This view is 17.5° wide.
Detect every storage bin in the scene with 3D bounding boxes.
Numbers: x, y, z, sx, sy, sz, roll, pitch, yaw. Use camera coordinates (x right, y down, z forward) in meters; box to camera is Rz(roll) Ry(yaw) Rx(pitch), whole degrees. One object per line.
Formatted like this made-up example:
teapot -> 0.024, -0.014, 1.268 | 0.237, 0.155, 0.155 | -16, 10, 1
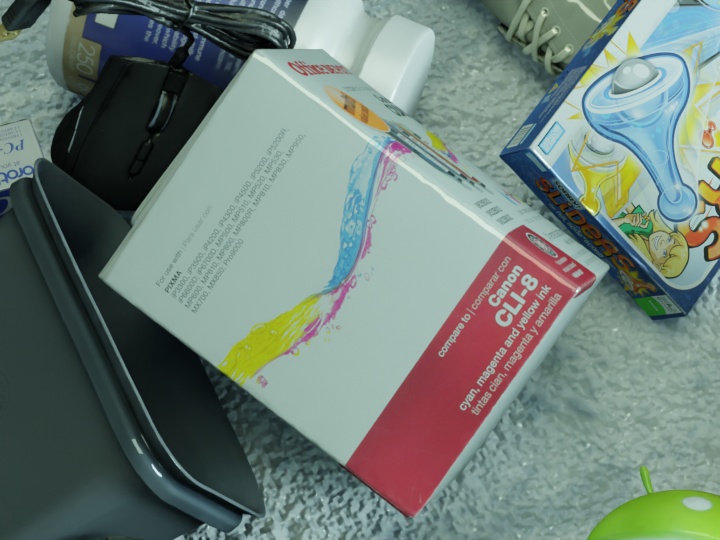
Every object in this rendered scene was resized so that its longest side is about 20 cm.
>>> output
storage bin -> -0.156, 0.070, 1.196 | 0.134, 0.146, 0.201 | -32, 63, 10

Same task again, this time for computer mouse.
computer mouse -> -0.136, -0.087, 1.230 | 0.140, 0.200, 0.046 | 19, 55, -24

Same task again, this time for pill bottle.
pill bottle -> -0.066, -0.125, 1.317 | 0.199, 0.116, 0.116 | 21, 60, 10

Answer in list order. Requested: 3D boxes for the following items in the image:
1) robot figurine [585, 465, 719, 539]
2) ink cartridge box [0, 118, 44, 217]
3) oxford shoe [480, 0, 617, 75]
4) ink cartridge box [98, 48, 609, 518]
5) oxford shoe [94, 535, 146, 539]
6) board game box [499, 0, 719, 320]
robot figurine -> 0.151, 0.195, 1.135 | 0.175, 0.116, 0.201 | 26, 57, -14
ink cartridge box -> -0.264, -0.015, 1.252 | 0.199, 0.094, 0.044 | -16, 61, -12
oxford shoe -> 0.116, -0.146, 1.366 | 0.200, 0.075, 0.058 | 36, 60, 12
ink cartridge box -> 0.000, 0.000, 1.183 | 0.200, 0.145, 0.145 | 36, 101, 7
oxford shoe -> -0.060, 0.194, 1.156 | 0.199, 0.085, 0.073 | 22, 43, -11
board game box -> 0.183, -0.091, 1.309 | 0.135, 0.034, 0.200 | 45, 67, -17
